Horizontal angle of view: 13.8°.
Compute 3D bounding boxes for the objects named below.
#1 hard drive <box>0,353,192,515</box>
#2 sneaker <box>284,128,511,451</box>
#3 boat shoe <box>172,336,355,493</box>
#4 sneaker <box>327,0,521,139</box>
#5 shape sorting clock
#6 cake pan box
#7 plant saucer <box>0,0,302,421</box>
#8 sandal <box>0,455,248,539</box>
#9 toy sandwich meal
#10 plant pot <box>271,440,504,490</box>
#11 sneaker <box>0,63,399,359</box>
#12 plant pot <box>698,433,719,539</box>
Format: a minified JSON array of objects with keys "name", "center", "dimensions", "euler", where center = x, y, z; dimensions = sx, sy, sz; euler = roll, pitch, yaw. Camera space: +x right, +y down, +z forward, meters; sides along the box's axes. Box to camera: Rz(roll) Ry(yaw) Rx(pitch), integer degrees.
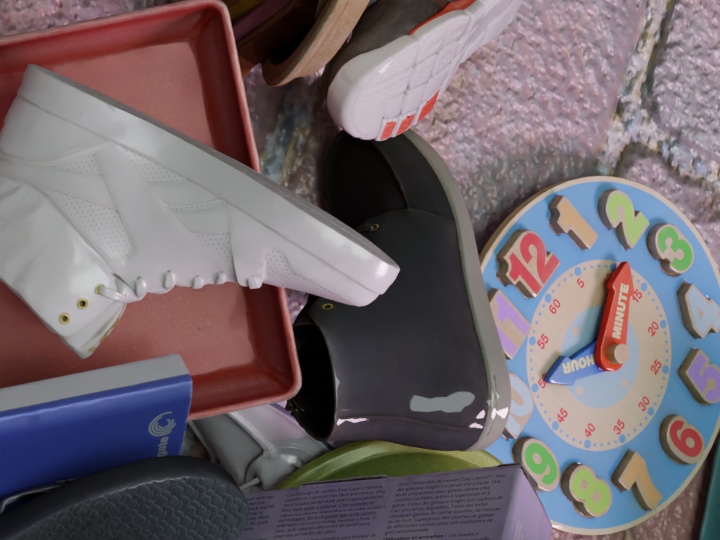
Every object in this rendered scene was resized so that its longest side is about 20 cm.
[{"name":"hard drive","center":[-0.182,0.109,1.400],"dimensions":[0.199,0.025,0.132],"euler":[-11,138,-24]},{"name":"sneaker","center":[0.000,0.000,1.512],"dimensions":[0.106,0.075,0.201],"euler":[3,50,-33]},{"name":"boat shoe","center":[-0.038,0.105,1.528],"dimensions":[0.200,0.073,0.066],"euler":[38,65,-25]},{"name":"sneaker","center":[0.021,-0.136,1.551],"dimensions":[0.082,0.077,0.200],"euler":[34,38,10]},{"name":"shape sorting clock","center":[0.134,0.047,1.660],"dimensions":[0.199,0.039,0.201],"euler":[1,88,-32]},{"name":"cake pan box","center":[-0.016,0.179,1.367],"dimensions":[0.052,0.199,0.185],"euler":[58,33,-41]},{"name":"plant saucer","center":[-0.144,-0.017,1.447],"dimensions":[0.199,0.037,0.201],"euler":[-12,95,-6]},{"name":"sandal","center":[-0.152,0.127,1.393],"dimensions":[0.199,0.043,0.076],"euler":[-18,134,-1]},{"name":"toy sandwich meal","center":[-0.027,-0.183,1.475],"dimensions":[0.070,0.205,0.206],"euler":[23,76,-13]},{"name":"plant pot","center":[0.045,0.210,1.468],"dimensions":[0.199,0.190,0.201],"euler":[-11,117,-22]},{"name":"sneaker","center":[-0.091,-0.003,1.405],"dimensions":[0.199,0.074,0.116],"euler":[26,92,2]},{"name":"plant pot","center":[0.310,0.186,1.714],"dimensions":[0.200,0.141,0.142],"euler":[21,77,-38]}]
